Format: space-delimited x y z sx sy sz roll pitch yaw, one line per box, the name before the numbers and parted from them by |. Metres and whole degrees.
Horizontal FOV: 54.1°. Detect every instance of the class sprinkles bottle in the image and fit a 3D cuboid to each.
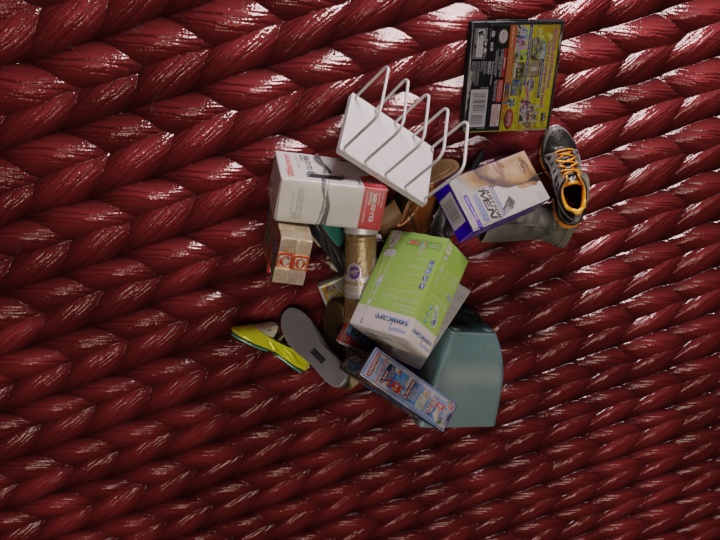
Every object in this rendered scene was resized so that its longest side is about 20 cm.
sprinkles bottle | 0.000 0.000 1.357 0.067 0.068 0.205 -1 101 -11

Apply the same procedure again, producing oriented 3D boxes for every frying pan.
frying pan | 0.204 -0.137 1.406 0.191 0.031 0.115 -50 152 -11

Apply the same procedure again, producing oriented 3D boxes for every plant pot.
plant pot | 0.192 0.192 1.500 0.192 0.197 0.204 5 112 -24

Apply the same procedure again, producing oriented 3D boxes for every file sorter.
file sorter | 0.079 -0.241 1.248 0.198 0.141 0.124 28 143 -24

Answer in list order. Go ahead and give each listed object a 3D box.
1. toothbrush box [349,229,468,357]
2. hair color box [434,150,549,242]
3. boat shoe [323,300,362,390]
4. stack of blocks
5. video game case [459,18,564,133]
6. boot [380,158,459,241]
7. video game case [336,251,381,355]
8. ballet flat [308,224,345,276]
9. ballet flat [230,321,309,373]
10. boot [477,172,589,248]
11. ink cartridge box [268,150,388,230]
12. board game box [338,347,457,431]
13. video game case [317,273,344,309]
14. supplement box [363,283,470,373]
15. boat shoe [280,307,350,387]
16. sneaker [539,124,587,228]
toothbrush box | 0.090 0.038 1.305 0.086 0.144 0.203 40 70 -43
hair color box | 0.251 -0.142 1.337 0.197 0.065 0.111 -23 80 -28
boat shoe | -0.030 0.152 1.492 0.064 0.071 0.204 -25 120 -38
stack of blocks | -0.137 -0.050 1.297 0.057 0.201 0.117 6 117 -15
video game case | 0.279 -0.361 1.314 0.177 0.026 0.204 -4 118 -9
boot | 0.128 -0.118 1.399 0.198 0.074 0.156 -30 128 5
video game case | 0.047 0.078 1.454 0.142 0.017 0.203 26 93 -39
ballet flat | -0.050 -0.047 1.400 0.072 0.073 0.201 -31 123 6
ballet flat | -0.181 0.147 1.485 0.199 0.067 0.068 34 87 -29
boot | 0.352 -0.129 1.441 0.196 0.073 0.185 10 114 -9
ink cartridge box | -0.063 -0.147 1.291 0.196 0.145 0.085 4 118 -14
board game box | 0.053 0.209 1.345 0.199 0.199 0.062 40 76 -30
video game case | 0.023 0.077 1.506 0.179 0.023 0.203 -21 122 0
supplement box | 0.112 0.085 1.415 0.102 0.101 0.202 27 99 -39
boat shoe | -0.093 0.163 1.463 0.068 0.201 0.057 -41 164 3
sneaker | 0.402 -0.187 1.367 0.077 0.077 0.204 -12 84 1
